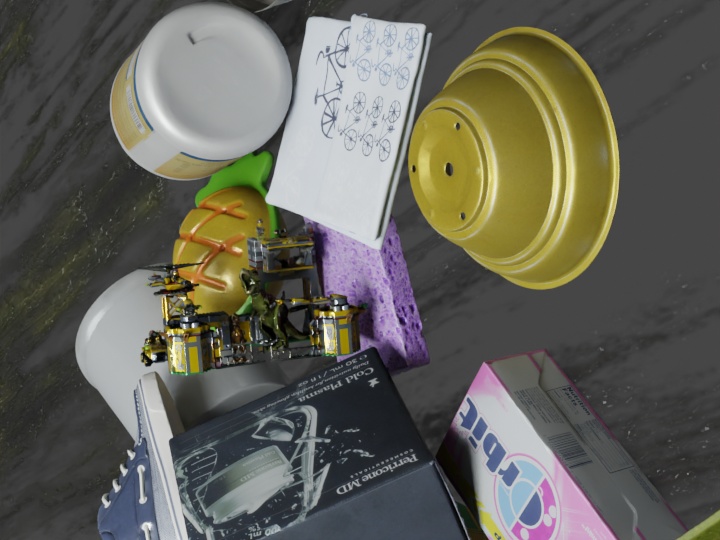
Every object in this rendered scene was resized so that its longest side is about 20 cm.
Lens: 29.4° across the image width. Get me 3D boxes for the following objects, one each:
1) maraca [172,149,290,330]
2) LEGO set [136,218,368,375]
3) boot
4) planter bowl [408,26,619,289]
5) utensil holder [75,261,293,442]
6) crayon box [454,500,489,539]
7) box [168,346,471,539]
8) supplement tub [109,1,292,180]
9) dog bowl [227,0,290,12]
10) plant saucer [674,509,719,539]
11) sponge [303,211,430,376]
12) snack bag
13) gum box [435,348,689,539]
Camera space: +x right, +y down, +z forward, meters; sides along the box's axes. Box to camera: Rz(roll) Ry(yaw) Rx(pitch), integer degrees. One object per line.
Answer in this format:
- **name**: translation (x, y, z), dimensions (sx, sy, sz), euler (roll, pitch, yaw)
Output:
- **maraca**: translation (-0.127, -0.033, 1.354), dimensions (0.137, 0.107, 0.200), euler (-24, 53, 35)
- **LEGO set**: translation (-0.098, 0.016, 1.205), dimensions (0.154, 0.200, 0.116), euler (-145, 50, -79)
- **boot**: translation (-0.197, 0.187, 1.226), dimensions (0.073, 0.090, 0.200), euler (68, -179, -55)
- **planter bowl**: translation (0.094, -0.079, 1.025), dimensions (0.200, 0.083, 0.201), euler (19, 114, 52)
- **utensil holder**: translation (-0.173, 0.116, 1.401), dimensions (0.200, 0.170, 0.170), euler (47, 134, 38)
- **crayon box**: translation (0.067, 0.300, 1.186), dimensions (0.173, 0.058, 0.200), euler (16, 112, 54)
- **box**: translation (-0.035, 0.189, 1.113), dimensions (0.197, 0.200, 0.124), euler (-120, 7, -62)
- **supplement tub**: translation (-0.159, -0.164, 1.309), dimensions (0.200, 0.145, 0.145), euler (168, 92, -69)
- **dog bowl**: translation (-0.079, -0.336, 1.241), dimensions (0.200, 0.059, 0.200), euler (19, 114, 52)
- **plant saucer**: translation (0.291, 0.227, 0.840), dimensions (0.200, 0.048, 0.200), euler (64, 144, 23)
- **sponge**: translation (0.000, 0.000, 1.235), dimensions (0.112, 0.030, 0.200), euler (-23, 79, 56)
- **snack bag**: translation (-0.017, -0.131, 1.192), dimensions (0.200, 0.021, 0.189), euler (25, 105, 55)
- **gum box**: translation (0.142, 0.164, 1.029), dimensions (0.200, 0.066, 0.114), euler (55, 138, 33)
